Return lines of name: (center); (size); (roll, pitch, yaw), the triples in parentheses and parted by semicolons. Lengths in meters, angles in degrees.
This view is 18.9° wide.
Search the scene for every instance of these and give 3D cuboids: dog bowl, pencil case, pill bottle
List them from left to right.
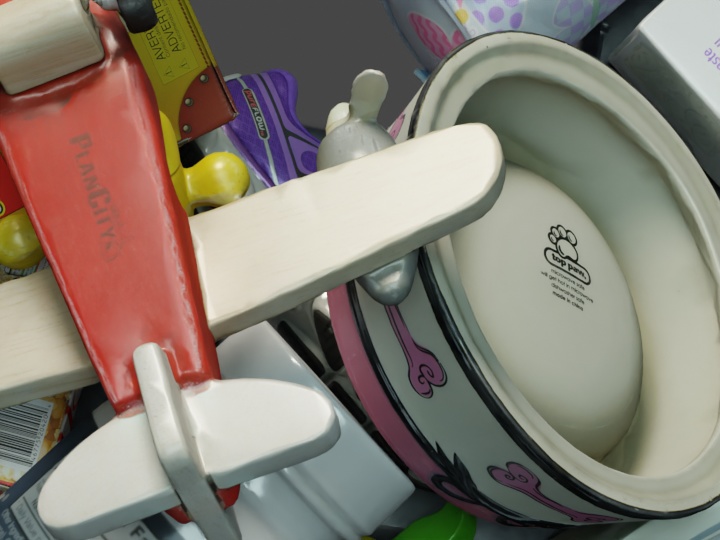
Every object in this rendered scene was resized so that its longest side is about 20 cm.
pill bottle: (-0.082, 0.116, 0.809); (0.200, 0.120, 0.120); (-42, 85, -2)
dog bowl: (0.069, 0.011, 0.852); (0.200, 0.074, 0.201); (24, 52, -35)
pencil case: (0.101, -0.152, 0.926); (0.200, 0.091, 0.083); (-37, 75, -13)

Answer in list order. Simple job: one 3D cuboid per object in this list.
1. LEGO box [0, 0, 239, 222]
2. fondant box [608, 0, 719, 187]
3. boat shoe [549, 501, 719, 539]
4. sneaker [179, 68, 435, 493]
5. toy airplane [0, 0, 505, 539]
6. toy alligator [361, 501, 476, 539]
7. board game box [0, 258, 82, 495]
LEGO box: (-0.156, -0.115, 0.796); (0.149, 0.077, 0.201); (-28, 113, -11)
fondant box: (0.230, -0.108, 0.944); (0.200, 0.058, 0.144); (-42, 89, -11)
boat shoe: (0.134, 0.124, 0.878); (0.200, 0.070, 0.072); (-27, 93, -7)
sneaker: (0.000, 0.000, 0.889); (0.083, 0.081, 0.200); (-32, 86, -25)
toy airplane: (-0.074, 0.002, 0.740); (0.199, 0.141, 0.200); (24, 82, 7)
toy alligator: (-0.026, 0.166, 0.860); (0.054, 0.059, 0.200); (23, 72, 42)
board game box: (-0.202, -0.004, 0.875); (0.199, 0.046, 0.152); (16, 76, -3)
